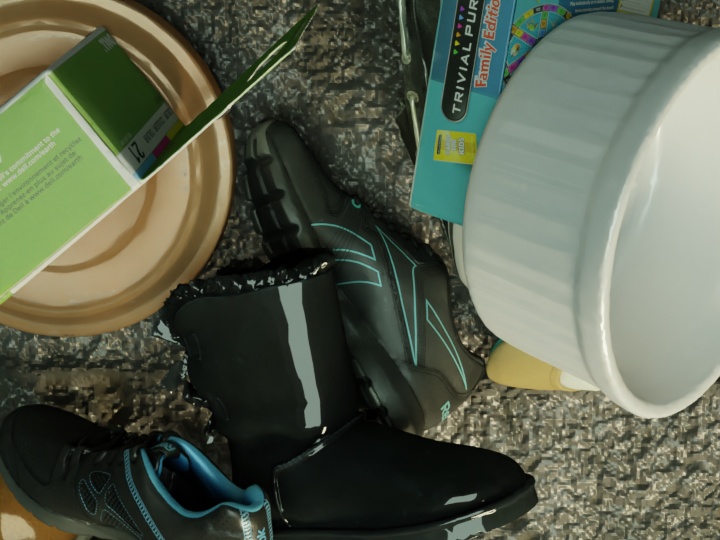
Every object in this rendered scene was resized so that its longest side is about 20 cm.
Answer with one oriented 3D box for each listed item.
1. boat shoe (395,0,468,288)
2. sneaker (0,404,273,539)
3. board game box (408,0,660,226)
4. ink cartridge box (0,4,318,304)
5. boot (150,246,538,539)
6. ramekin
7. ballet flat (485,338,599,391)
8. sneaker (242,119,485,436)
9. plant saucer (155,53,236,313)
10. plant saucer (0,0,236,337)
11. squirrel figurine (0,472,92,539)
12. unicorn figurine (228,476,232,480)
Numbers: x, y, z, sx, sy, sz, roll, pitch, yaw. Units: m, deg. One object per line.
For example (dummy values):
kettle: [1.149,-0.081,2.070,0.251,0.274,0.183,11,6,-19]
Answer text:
boat shoe: [0.056,-0.084,1.187,0.063,0.071,0.202,13,119,34]
sneaker: [-0.120,0.113,1.173,0.199,0.073,0.083,27,129,28]
board game box: [0.100,-0.132,1.122,0.047,0.150,0.202,19,109,33]
ink cartridge box: [-0.122,-0.087,1.092,0.200,0.148,0.076,-40,99,12]
boot: [-0.012,0.068,1.154,0.197,0.073,0.164,-10,99,32]
ramekin: [0.138,-0.036,1.095,0.097,0.200,0.202,20,110,33]
ballet flat: [0.164,0.029,1.199,0.199,0.069,0.063,-29,59,11]
sneaker: [0.000,0.000,1.219,0.079,0.075,0.201,-29,97,-17]
plant saucer: [-0.168,-0.063,1.224,0.198,0.029,0.202,1,107,4]
plant saucer: [-0.169,-0.059,1.195,0.198,0.032,0.202,1,106,5]
squirrel figurine: [-0.200,0.207,1.252,0.199,0.142,0.188,-26,96,8]
unicorn figurine: [-0.034,0.173,1.259,0.199,0.074,0.138,-28,98,14]
